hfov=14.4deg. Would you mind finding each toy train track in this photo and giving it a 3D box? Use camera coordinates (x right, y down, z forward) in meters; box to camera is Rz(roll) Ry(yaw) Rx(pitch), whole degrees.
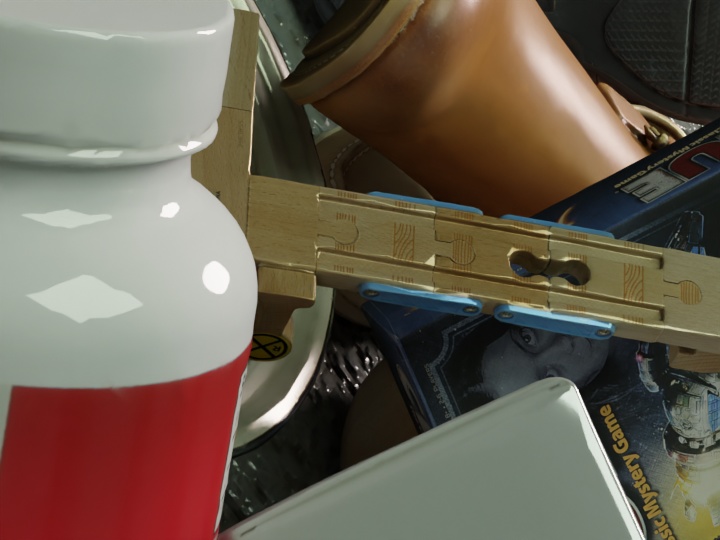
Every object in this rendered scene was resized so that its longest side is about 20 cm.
[{"bbox_3d":[0.000,0.000,0.678,0.198,0.033,0.115,9,59,-12],"label":"toy train track"}]

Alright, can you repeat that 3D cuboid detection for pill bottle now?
[{"bbox_3d":[-0.082,0.038,0.570,0.112,0.112,0.201,-18,122,-58],"label":"pill bottle"}]

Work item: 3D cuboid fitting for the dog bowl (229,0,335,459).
[{"bbox_3d":[-0.098,-0.030,0.729,0.200,0.074,0.201,34,41,-36],"label":"dog bowl"}]

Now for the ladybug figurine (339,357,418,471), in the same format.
[{"bbox_3d":[0.077,0.093,0.845,0.135,0.072,0.200,-26,73,-41],"label":"ladybug figurine"}]

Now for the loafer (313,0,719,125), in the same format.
[{"bbox_3d":[0.084,-0.089,0.941,0.063,0.199,0.072,5,96,-71],"label":"loafer"}]

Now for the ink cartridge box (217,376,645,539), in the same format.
[{"bbox_3d":[0.018,0.117,0.667,0.083,0.200,0.146,-25,86,-14],"label":"ink cartridge box"}]

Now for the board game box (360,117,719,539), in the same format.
[{"bbox_3d":[0.100,0.068,0.754,0.201,0.135,0.035,65,-8,-21],"label":"board game box"}]

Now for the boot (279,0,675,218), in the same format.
[{"bbox_3d":[0.061,-0.025,0.790,0.155,0.074,0.200,44,6,4],"label":"boot"}]

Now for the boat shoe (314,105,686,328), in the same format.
[{"bbox_3d":[0.046,-0.030,0.938,0.200,0.069,0.074,-14,77,-58],"label":"boat shoe"}]
